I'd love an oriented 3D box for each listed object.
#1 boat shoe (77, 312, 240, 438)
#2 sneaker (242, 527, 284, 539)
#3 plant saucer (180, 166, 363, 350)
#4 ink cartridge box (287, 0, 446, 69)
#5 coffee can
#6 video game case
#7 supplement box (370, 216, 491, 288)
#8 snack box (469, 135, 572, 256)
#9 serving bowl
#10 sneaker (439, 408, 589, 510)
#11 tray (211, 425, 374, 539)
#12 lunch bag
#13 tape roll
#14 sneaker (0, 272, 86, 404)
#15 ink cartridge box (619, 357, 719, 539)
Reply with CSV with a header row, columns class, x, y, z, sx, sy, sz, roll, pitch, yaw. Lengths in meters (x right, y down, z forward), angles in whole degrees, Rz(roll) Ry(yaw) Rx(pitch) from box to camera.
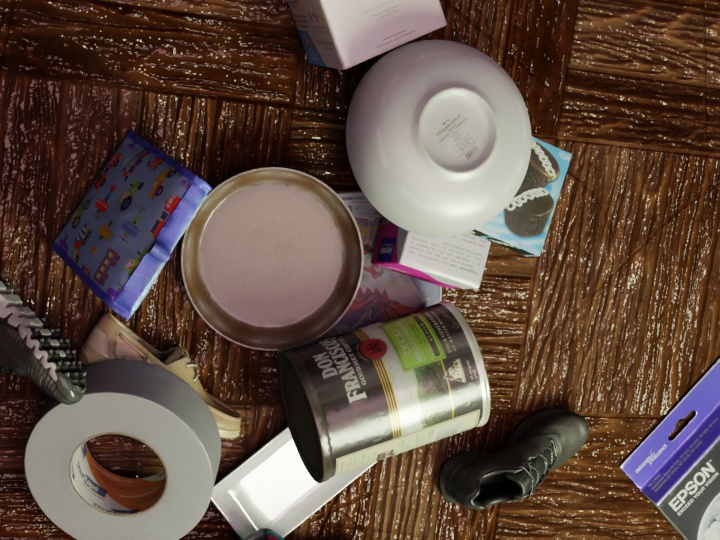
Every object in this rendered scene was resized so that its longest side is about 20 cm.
class,x,y,z,sx,sy,sz,roll,pitch,yaw
boat shoe,-0.205,0.116,1.486,0.199,0.071,0.065,32,91,-22
sneaker,-0.073,0.336,1.559,0.198,0.084,0.121,-15,144,-14
plant saucer,-0.096,-0.014,1.501,0.197,0.032,0.203,-1,103,-5
ink cartridge box,-0.016,-0.328,1.427,0.124,0.128,0.202,-25,108,-13
coffee can,0.023,0.131,1.512,0.198,0.146,0.148,-17,107,-16
video game case,0.000,0.000,1.563,0.197,0.023,0.185,-4,103,-20
supplement box,0.095,-0.089,1.513,0.102,0.101,0.203,16,84,-18
snack box,0.114,-0.104,1.446,0.198,0.037,0.118,21,83,-15
serving bowl,0.088,-0.136,1.385,0.197,0.066,0.203,0,89,-17
sneaker,0.196,0.236,1.653,0.198,0.091,0.077,-28,108,-14
tray,-0.072,0.229,1.588,0.199,0.022,0.108,-38,111,-9
lunch bag,-0.220,-0.042,1.375,0.094,0.200,0.151,35,89,-23
tape roll,-0.247,0.196,1.446,0.197,0.066,0.203,2,118,3
sneaker,-0.358,0.076,1.391,0.200,0.066,0.091,44,100,15
ink cartridge box,0.463,0.252,1.782,0.198,0.043,0.200,-46,112,-5
